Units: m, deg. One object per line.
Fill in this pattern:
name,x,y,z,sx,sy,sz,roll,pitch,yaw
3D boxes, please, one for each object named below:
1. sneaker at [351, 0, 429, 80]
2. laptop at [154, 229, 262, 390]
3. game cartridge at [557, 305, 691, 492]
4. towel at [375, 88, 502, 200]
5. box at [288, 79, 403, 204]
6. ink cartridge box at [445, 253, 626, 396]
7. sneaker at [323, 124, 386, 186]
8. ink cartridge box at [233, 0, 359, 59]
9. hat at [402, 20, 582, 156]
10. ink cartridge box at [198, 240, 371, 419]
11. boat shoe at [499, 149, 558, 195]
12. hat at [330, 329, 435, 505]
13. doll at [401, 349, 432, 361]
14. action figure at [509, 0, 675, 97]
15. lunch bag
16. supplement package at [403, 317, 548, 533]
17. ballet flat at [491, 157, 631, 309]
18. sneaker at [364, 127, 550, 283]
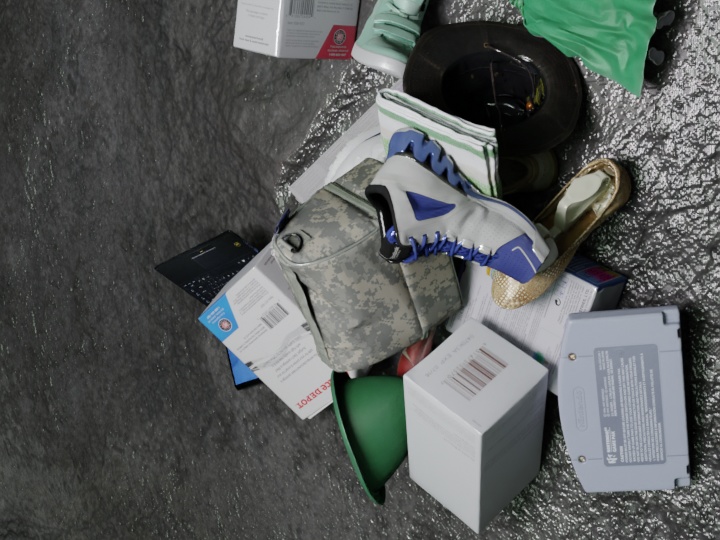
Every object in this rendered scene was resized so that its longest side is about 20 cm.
sneaker,0.044,-0.293,1.254,0.201,0.073,0.119,-97,31,-64
laptop,-0.178,0.061,1.537,0.176,0.200,0.104,-22,42,39
game cartridge,0.276,0.137,1.156,0.132,0.041,0.202,-5,106,10
towel,0.091,-0.097,1.161,0.148,0.031,0.201,30,155,29
box,0.000,-0.149,1.326,0.200,0.039,0.041,-45,51,-1
ink cartridge box,0.183,0.031,1.244,0.199,0.076,0.138,29,114,32
sneaker,0.043,-0.128,1.272,0.200,0.077,0.081,-40,41,-1
ink cartridge box,-0.071,-0.369,1.351,0.083,0.144,0.202,20,110,38
hat,0.140,-0.185,1.208,0.201,0.199,0.081,55,159,19
ink cartridge box,-0.088,0.077,1.425,0.200,0.084,0.146,45,130,-9
boat shoe,0.131,-0.109,1.274,0.199,0.063,0.074,-1,96,40
hat,0.070,0.158,1.290,0.174,0.166,0.201,-19,119,8
doll,0.024,0.045,1.354,0.201,0.136,0.048,53,176,-19
action figure,0.236,-0.271,1.164,0.199,0.054,0.119,31,117,41
lunch bag,0.000,0.000,1.206,0.139,0.167,0.201,33,152,42
supplement package,0.129,0.177,1.235,0.117,0.117,0.201,34,147,31
ballet flat,0.206,-0.046,1.155,0.070,0.065,0.200,38,83,30
sneaker,0.079,-0.038,1.094,0.199,0.115,0.081,39,159,3
